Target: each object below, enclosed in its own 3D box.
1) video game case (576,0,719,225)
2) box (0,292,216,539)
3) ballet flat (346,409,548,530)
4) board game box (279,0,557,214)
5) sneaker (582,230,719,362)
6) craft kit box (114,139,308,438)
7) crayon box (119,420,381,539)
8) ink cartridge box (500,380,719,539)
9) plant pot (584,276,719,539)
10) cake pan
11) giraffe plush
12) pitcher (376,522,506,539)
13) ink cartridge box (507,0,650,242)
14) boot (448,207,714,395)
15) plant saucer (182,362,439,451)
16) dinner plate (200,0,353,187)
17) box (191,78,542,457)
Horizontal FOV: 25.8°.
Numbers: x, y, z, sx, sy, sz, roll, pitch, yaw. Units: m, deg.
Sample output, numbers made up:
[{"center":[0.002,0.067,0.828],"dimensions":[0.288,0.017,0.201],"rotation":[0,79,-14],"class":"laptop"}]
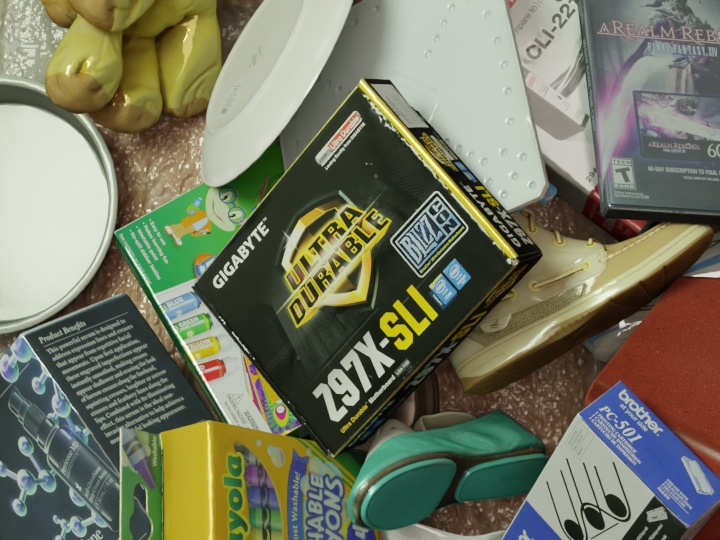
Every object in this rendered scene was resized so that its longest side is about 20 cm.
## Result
[{"center":[0.224,-0.123,1.075],"dimensions":[0.142,0.019,0.201],"rotation":[3,64,-11],"class":"video game case"},{"center":[-0.180,0.145,1.107],"dimensions":[0.200,0.107,0.148],"rotation":[53,127,10],"class":"box"},{"center":[0.047,0.133,1.093],"dimensions":[0.070,0.199,0.068],"rotation":[42,120,35],"class":"ballet flat"},{"center":[0.031,-0.103,1.094],"dimensions":[0.199,0.026,0.201],"rotation":[-24,64,30],"class":"board game box"},{"center":[0.244,-0.003,1.137],"dimensions":[0.199,0.072,0.073],"rotation":[-25,72,-2],"class":"sneaker"},{"center":[-0.046,0.010,1.146],"dimensions":[0.197,0.049,0.200],"rotation":[-30,73,-14],"class":"craft kit box"},{"center":[-0.066,0.172,1.028],"dimensions":[0.051,0.200,0.126],"rotation":[-18,67,38],"class":"crayon box"},{"center":[0.153,0.163,0.999],"dimensions":[0.044,0.200,0.094],"rotation":[-32,68,-30],"class":"ink cartridge box"},{"center":[0.249,0.119,1.038],"dimensions":[0.176,0.200,0.200],"rotation":[27,50,24],"class":"plant pot"},{"center":[-0.280,-0.049,1.210],"dimensions":[0.199,0.037,0.201],"rotation":[-1,82,5],"class":"cake pan"},{"center":[-0.188,-0.222,1.178],"dimensions":[0.162,0.172,0.201],"rotation":[32,97,30],"class":"giraffe plush"},{"center":[0.094,0.275,1.097],"dimensions":[0.171,0.121,0.201],"rotation":[-4,70,-7],"class":"pitcher"},{"center":[0.165,-0.137,1.154],"dimensions":[0.200,0.084,0.145],"rotation":[38,88,9],"class":"ink cartridge box"},{"center":[0.125,-0.026,1.088],"dimensions":[0.199,0.073,0.156],"rotation":[-32,69,12],"class":"boot"},{"center":[-0.041,0.099,1.171],"dimensions":[0.199,0.029,0.201],"rotation":[-1,83,6],"class":"plant saucer"},{"center":[-0.066,-0.152,1.128],"dimensions":[0.024,0.200,0.201],"rotation":[29,85,-21],"class":"dinner plate"},{"center":[0.000,0.000,1.043],"dimensions":[0.160,0.049,0.200],"rotation":[49,117,14],"class":"box"}]
